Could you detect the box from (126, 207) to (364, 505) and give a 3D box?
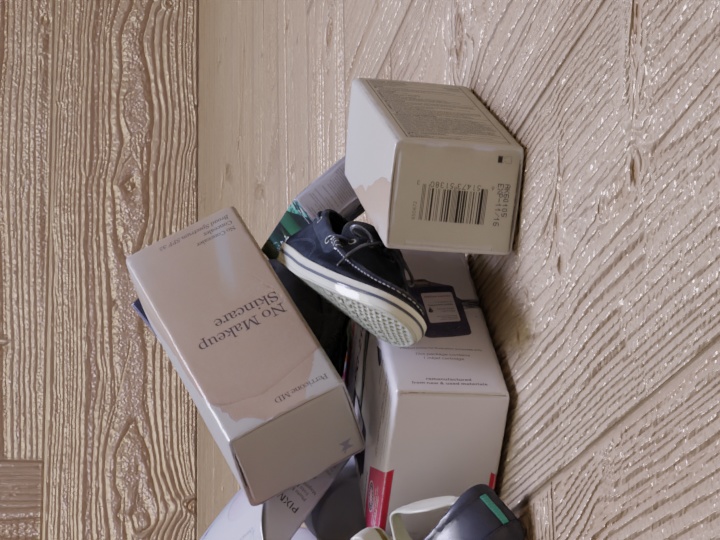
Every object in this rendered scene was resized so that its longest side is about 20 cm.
[{"bbox_3d":[-0.083,0.059,1.600,0.200,0.094,0.078,54,167,41],"label":"box"}]

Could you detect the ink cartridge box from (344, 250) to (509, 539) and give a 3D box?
[{"bbox_3d":[0.043,0.092,1.628,0.200,0.084,0.146,-103,18,-59],"label":"ink cartridge box"}]

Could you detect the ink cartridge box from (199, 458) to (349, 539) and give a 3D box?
[{"bbox_3d":[-0.095,0.209,1.632,0.200,0.057,0.163,-46,-1,-41],"label":"ink cartridge box"}]

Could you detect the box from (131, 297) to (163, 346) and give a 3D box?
[{"bbox_3d":[-0.105,0.049,1.926,0.132,0.115,0.200,50,179,3],"label":"box"}]

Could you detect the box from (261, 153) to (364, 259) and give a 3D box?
[{"bbox_3d":[-0.005,-0.068,1.814,0.036,0.144,0.200,50,165,3],"label":"box"}]

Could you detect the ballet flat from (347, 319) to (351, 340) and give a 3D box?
[{"bbox_3d":[0.026,0.034,1.850,0.200,0.074,0.075,107,162,-63],"label":"ballet flat"}]

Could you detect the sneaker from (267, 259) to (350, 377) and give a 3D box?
[{"bbox_3d":[-0.053,0.048,1.739,0.200,0.090,0.077,-87,4,-68],"label":"sneaker"}]

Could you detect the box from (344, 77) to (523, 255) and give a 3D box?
[{"bbox_3d":[0.049,-0.078,1.608,0.200,0.094,0.078,-114,29,-72],"label":"box"}]

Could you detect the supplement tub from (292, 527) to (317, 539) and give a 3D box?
[{"bbox_3d":[-0.046,0.308,1.837,0.200,0.143,0.146,72,-167,-60],"label":"supplement tub"}]

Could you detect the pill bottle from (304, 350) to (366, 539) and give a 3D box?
[{"bbox_3d":[0.000,0.154,1.780,0.200,0.113,0.115,-110,23,-66],"label":"pill bottle"}]

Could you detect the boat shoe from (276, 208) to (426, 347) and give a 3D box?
[{"bbox_3d":[0.000,0.000,1.568,0.062,0.075,0.200,-50,24,-3],"label":"boat shoe"}]

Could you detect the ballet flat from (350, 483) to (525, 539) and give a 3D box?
[{"bbox_3d":[0.032,0.197,1.528,0.200,0.073,0.074,-35,47,41],"label":"ballet flat"}]
